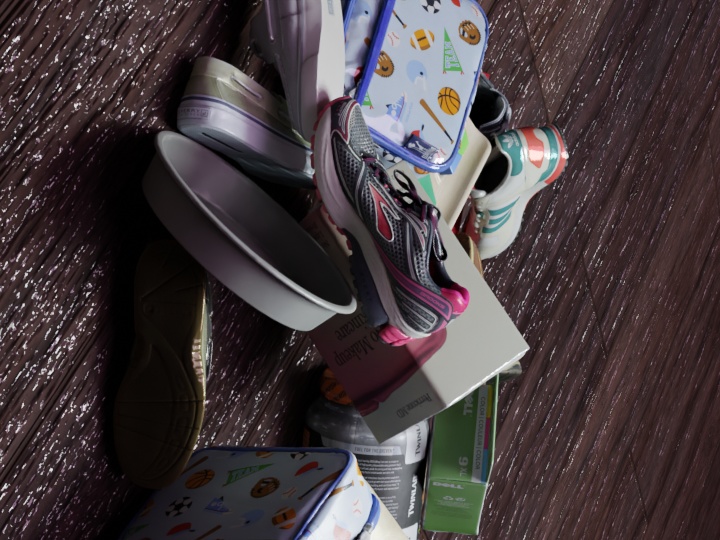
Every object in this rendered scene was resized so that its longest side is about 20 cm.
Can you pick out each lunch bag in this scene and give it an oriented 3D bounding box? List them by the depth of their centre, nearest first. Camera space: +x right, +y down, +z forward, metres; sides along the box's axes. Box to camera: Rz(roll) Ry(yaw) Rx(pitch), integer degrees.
[{"bbox_3d":[-0.085,0.203,1.142,0.160,0.200,0.076,-49,124,-40],"label":"lunch bag"},{"bbox_3d":[0.025,-0.181,1.290,0.160,0.076,0.200,30,61,-27],"label":"lunch bag"}]

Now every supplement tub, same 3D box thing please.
[{"bbox_3d":[0.002,0.198,1.399,0.123,0.123,0.200,-14,113,-60],"label":"supplement tub"}]

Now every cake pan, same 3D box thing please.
[{"bbox_3d":[-0.088,-0.026,1.102,0.037,0.200,0.200,-47,153,10],"label":"cake pan"}]

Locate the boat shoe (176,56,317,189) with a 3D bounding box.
[{"bbox_3d":[-0.076,-0.116,1.196,0.200,0.072,0.062,28,72,-60],"label":"boat shoe"}]

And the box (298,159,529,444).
[{"bbox_3d":[0.027,0.029,1.257,0.109,0.128,0.200,-31,85,-34],"label":"box"}]

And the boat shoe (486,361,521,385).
[{"bbox_3d":[0.102,0.087,1.610,0.200,0.076,0.074,10,63,-53],"label":"boat shoe"}]

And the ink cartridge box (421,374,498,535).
[{"bbox_3d":[0.096,0.175,1.415,0.200,0.059,0.104,90,7,-61],"label":"ink cartridge box"}]

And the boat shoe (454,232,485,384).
[{"bbox_3d":[0.101,0.056,1.517,0.068,0.072,0.200,33,49,-40],"label":"boat shoe"}]

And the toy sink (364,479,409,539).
[{"bbox_3d":[-0.074,0.260,1.250,0.112,0.200,0.130,56,48,-24],"label":"toy sink"}]

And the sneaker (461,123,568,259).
[{"bbox_3d":[0.136,-0.084,1.542,0.093,0.070,0.200,-2,146,-30],"label":"sneaker"}]

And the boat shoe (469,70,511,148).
[{"bbox_3d":[0.123,-0.163,1.515,0.200,0.068,0.072,49,61,-48],"label":"boat shoe"}]

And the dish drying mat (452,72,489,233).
[{"bbox_3d":[0.099,-0.121,1.572,0.077,0.018,0.200,5,97,-60],"label":"dish drying mat"}]

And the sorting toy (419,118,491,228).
[{"bbox_3d":[0.043,-0.125,1.374,0.200,0.036,0.185,49,54,-32],"label":"sorting toy"}]

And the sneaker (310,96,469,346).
[{"bbox_3d":[0.023,-0.045,1.144,0.081,0.075,0.200,-22,90,-65],"label":"sneaker"}]

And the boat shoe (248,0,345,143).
[{"bbox_3d":[-0.057,-0.200,1.172,0.072,0.068,0.200,-17,102,-72],"label":"boat shoe"}]

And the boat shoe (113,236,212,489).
[{"bbox_3d":[-0.146,0.069,1.131,0.066,0.072,0.201,-51,149,-74],"label":"boat shoe"}]
